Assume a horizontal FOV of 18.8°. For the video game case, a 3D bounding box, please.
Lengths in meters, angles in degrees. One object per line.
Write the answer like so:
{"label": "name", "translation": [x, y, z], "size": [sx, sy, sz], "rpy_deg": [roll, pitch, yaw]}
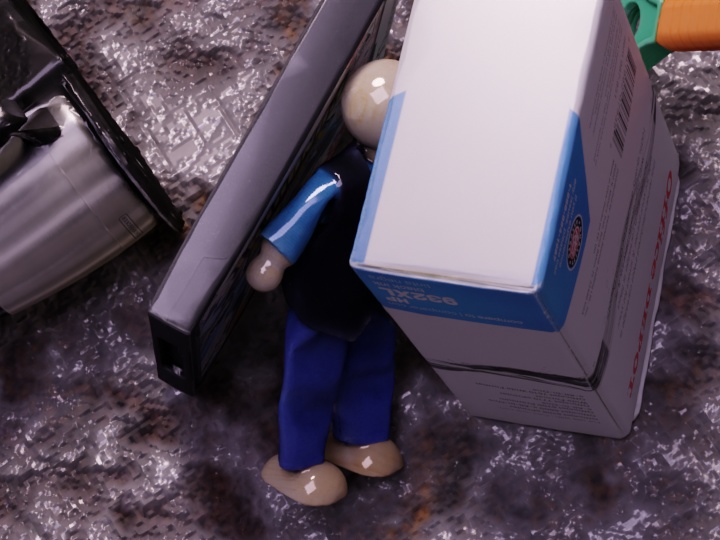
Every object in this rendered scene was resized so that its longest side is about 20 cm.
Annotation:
{"label": "video game case", "translation": [-0.038, -0.045, 1.000], "size": [0.025, 0.181, 0.200], "rpy_deg": [28, 78, 2]}

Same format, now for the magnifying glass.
{"label": "magnifying glass", "translation": [0.130, -0.112, 0.993], "size": [0.200, 0.022, 0.080], "rpy_deg": [10, 89, 63]}

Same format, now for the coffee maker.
{"label": "coffee maker", "translation": [-0.216, -0.035, 1.087], "size": [0.200, 0.135, 0.192], "rpy_deg": [-36, 41, -2]}

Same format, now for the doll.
{"label": "doll", "translation": [0.000, 0.000, 0.974], "size": [0.048, 0.136, 0.201], "rpy_deg": [24, 119, 34]}

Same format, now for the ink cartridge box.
{"label": "ink cartridge box", "translation": [0.075, -0.027, 0.948], "size": [0.083, 0.200, 0.146], "rpy_deg": [6, 71, 20]}
